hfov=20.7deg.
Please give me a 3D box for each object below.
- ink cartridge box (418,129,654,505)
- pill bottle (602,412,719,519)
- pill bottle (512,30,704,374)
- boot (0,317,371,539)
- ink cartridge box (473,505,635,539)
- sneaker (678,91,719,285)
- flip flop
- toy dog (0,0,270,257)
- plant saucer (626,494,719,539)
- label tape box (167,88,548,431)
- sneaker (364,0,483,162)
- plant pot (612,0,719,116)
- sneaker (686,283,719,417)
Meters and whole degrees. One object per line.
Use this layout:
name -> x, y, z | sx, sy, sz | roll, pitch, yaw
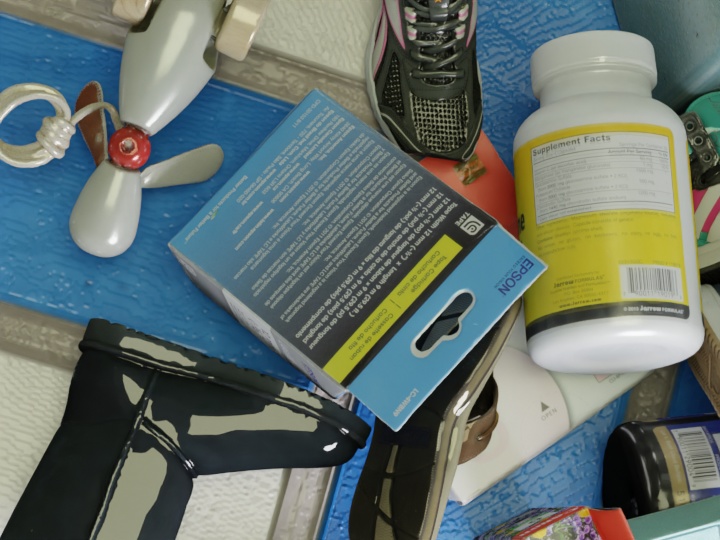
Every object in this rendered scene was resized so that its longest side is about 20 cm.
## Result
ink cartridge box -> 0.073, 0.026, 1.294 | 0.162, 0.057, 0.201 | -33, 94, -11
pill bottle -> 0.265, 0.144, 1.278 | 0.198, 0.112, 0.113 | -5, 84, -9
pill bottle -> 0.153, -0.042, 1.244 | 0.111, 0.112, 0.202 | 0, 74, -9
boot -> -0.110, 0.139, 1.234 | 0.199, 0.076, 0.169 | 19, 78, -3
ink cartridge box -> 0.131, 0.202, 1.203 | 0.050, 0.200, 0.110 | -23, 87, -12
sneaker -> 0.259, -0.062, 1.277 | 0.083, 0.199, 0.122 | 9, 70, -43
flip flop -> 0.052, 0.099, 1.229 | 0.057, 0.081, 0.202 | 28, 74, -43
toy dog -> -0.135, -0.115, 1.269 | 0.132, 0.096, 0.200 | 43, 93, -5
plant saucer -> 0.206, 0.228, 1.241 | 0.069, 0.019, 0.201 | -14, 125, -4
label tape box -> 0.000, 0.000, 1.238 | 0.200, 0.066, 0.143 | 38, 77, 22
sneaker -> 0.042, -0.171, 1.292 | 0.080, 0.086, 0.202 | -7, 84, -7
plant pot -> 0.278, -0.230, 1.283 | 0.194, 0.200, 0.198 | -15, 86, -11
sneaker -> 0.275, 0.069, 1.221 | 0.108, 0.201, 0.071 | -10, 129, -7
